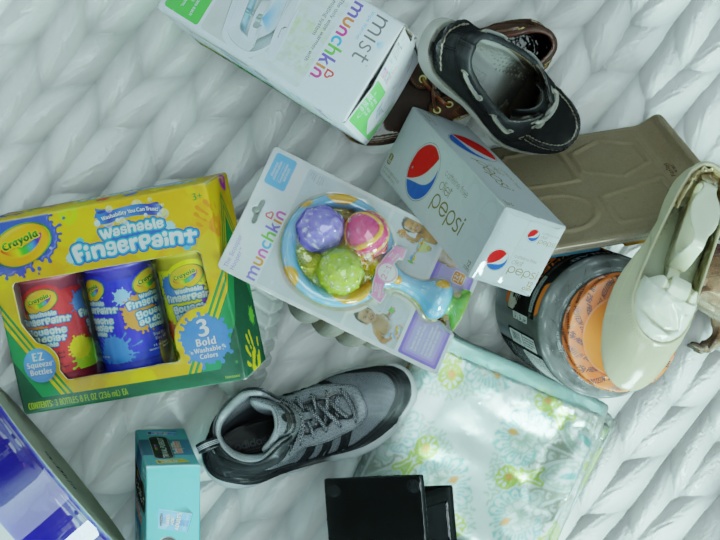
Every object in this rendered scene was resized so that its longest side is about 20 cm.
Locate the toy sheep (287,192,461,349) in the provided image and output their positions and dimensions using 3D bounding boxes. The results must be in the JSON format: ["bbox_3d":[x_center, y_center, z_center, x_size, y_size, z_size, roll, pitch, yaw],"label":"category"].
[{"bbox_3d":[0.000,0.000,1.659,0.199,0.138,0.138,16,93,-16],"label":"toy sheep"}]

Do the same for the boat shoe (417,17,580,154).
[{"bbox_3d":[0.130,-0.149,1.622,0.200,0.060,0.074,36,78,-42],"label":"boat shoe"}]

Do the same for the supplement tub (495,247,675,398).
[{"bbox_3d":[0.195,0.041,1.663,0.122,0.200,0.123,-1,96,-11],"label":"supplement tub"}]

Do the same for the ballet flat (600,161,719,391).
[{"bbox_3d":[0.247,0.000,1.537,0.069,0.069,0.201,28,70,-12],"label":"ballet flat"}]

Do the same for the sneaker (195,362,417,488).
[{"bbox_3d":[-0.046,0.128,1.660,0.199,0.114,0.076,-22,76,-1],"label":"sneaker"}]

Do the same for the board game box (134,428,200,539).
[{"bbox_3d":[-0.165,0.247,1.645,0.047,0.151,0.201,-1,96,-10],"label":"board game box"}]

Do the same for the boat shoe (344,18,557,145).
[{"bbox_3d":[0.076,-0.166,1.685,0.200,0.070,0.071,-27,101,-5],"label":"boat shoe"}]

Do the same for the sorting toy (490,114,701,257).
[{"bbox_3d":[0.194,-0.064,1.668,0.199,0.185,0.037,-13,122,-7],"label":"sorting toy"}]

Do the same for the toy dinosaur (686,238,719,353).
[{"bbox_3d":[0.328,0.004,1.748,0.200,0.086,0.136,29,84,-18],"label":"toy dinosaur"}]

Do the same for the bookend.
[{"bbox_3d":[0.059,0.268,1.674,0.092,0.200,0.200,-6,87,26],"label":"bookend"}]

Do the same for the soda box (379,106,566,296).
[{"bbox_3d":[0.089,-0.059,1.594,0.064,0.200,0.068,17,110,-30],"label":"soda box"}]

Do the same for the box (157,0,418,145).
[{"bbox_3d":[-0.050,-0.193,1.570,0.176,0.200,0.097,33,91,4],"label":"box"}]

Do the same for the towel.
[{"bbox_3d":[0.112,0.162,1.740,0.199,0.048,0.172,25,91,-12],"label":"towel"}]

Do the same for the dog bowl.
[{"bbox_3d":[-0.276,0.186,1.592,0.079,0.200,0.200,-39,102,-7],"label":"dog bowl"}]

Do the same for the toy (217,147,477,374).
[{"bbox_3d":[0.000,-0.012,1.572,0.200,0.047,0.115,27,71,-8],"label":"toy"}]

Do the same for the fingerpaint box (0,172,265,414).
[{"bbox_3d":[-0.197,0.019,1.620,0.199,0.073,0.167,-9,99,12],"label":"fingerpaint box"}]

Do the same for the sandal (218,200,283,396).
[{"bbox_3d":[-0.099,0.007,1.678,0.050,0.082,0.203,15,92,31],"label":"sandal"}]
